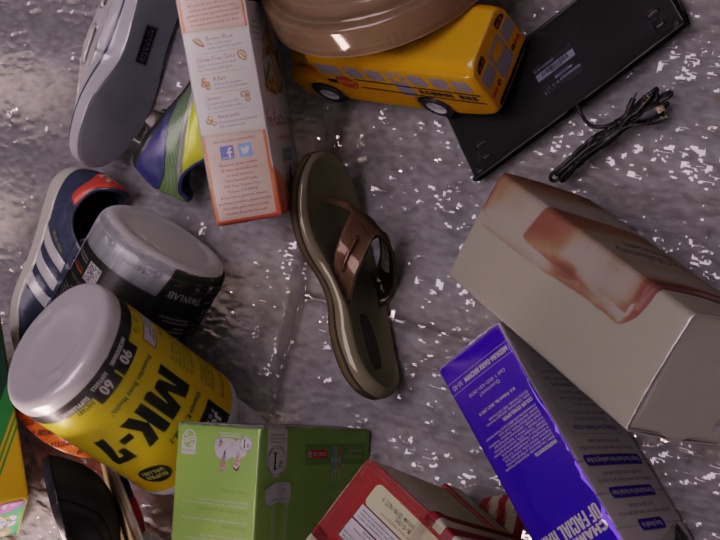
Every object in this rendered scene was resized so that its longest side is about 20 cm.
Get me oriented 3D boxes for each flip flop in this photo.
[{"bbox_3d":[0.000,0.000,1.081,0.057,0.081,0.201,-23,76,36],"label":"flip flop"}]

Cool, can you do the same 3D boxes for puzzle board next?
[{"bbox_3d":[-0.176,0.245,1.125,0.200,0.017,0.151,-130,29,-57],"label":"puzzle board"}]

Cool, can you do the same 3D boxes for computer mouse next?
[{"bbox_3d":[-0.219,0.205,1.138,0.141,0.046,0.201,-117,14,-51],"label":"computer mouse"}]

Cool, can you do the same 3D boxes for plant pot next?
[{"bbox_3d":[0.006,-0.260,1.041,0.200,0.093,0.201,-15,42,14],"label":"plant pot"}]

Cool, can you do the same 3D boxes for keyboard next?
[{"bbox_3d":[0.158,-0.130,1.023,0.200,0.021,0.128,-37,59,27],"label":"keyboard"}]

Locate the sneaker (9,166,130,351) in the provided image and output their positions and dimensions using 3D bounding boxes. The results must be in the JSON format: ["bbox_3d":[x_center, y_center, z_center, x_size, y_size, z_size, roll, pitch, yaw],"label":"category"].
[{"bbox_3d":[-0.261,0.006,1.267,0.084,0.075,0.201,10,90,40],"label":"sneaker"}]

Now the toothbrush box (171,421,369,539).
[{"bbox_3d":[-0.069,0.218,1.063,0.086,0.145,0.201,-2,84,34],"label":"toothbrush box"}]

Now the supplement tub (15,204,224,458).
[{"bbox_3d":[-0.213,0.055,1.200,0.122,0.122,0.200,41,107,32],"label":"supplement tub"}]

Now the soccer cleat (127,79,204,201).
[{"bbox_3d":[-0.120,-0.148,1.208,0.084,0.065,0.200,40,105,1],"label":"soccer cleat"}]

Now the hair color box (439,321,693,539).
[{"bbox_3d":[0.146,0.136,0.944,0.065,0.109,0.200,-42,62,24],"label":"hair color box"}]

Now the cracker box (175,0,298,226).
[{"bbox_3d":[-0.094,-0.143,1.099,0.057,0.134,0.201,-9,96,7],"label":"cracker box"}]

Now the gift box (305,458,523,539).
[{"bbox_3d":[0.064,0.245,0.944,0.200,0.187,0.185,-48,58,4],"label":"gift box"}]

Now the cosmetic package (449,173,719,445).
[{"bbox_3d":[0.164,0.022,0.920,0.200,0.103,0.088,43,112,45],"label":"cosmetic package"}]

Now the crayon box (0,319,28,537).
[{"bbox_3d":[-0.346,0.146,1.256,0.200,0.058,0.173,129,132,-65],"label":"crayon box"}]

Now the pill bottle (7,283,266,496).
[{"bbox_3d":[-0.171,0.108,1.104,0.114,0.200,0.115,-28,40,27],"label":"pill bottle"}]

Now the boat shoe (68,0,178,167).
[{"bbox_3d":[-0.225,-0.194,1.277,0.065,0.073,0.201,23,88,40],"label":"boat shoe"}]

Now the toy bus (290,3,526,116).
[{"bbox_3d":[0.028,-0.170,1.075,0.199,0.078,0.065,13,75,35],"label":"toy bus"}]
